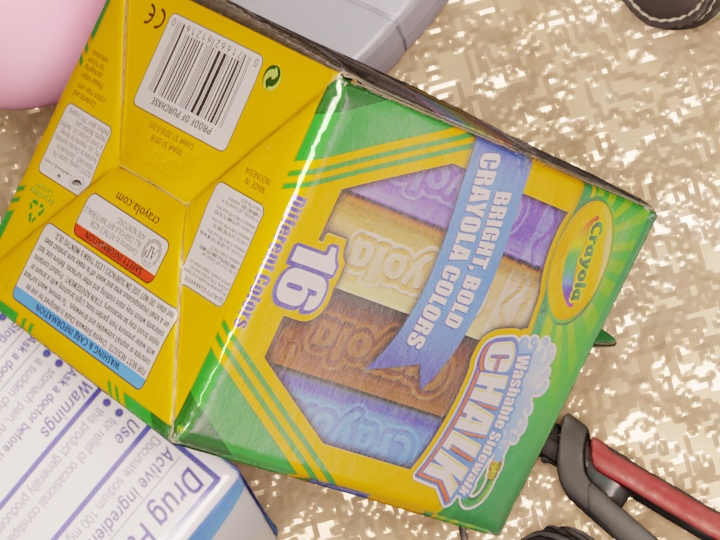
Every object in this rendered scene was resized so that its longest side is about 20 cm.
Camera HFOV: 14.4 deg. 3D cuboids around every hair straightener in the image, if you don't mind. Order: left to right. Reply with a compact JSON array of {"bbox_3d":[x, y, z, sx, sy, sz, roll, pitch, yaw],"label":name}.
[{"bbox_3d":[0.103,0.111,0.961,0.200,0.041,0.077,33,80,17],"label":"hair straightener"}]

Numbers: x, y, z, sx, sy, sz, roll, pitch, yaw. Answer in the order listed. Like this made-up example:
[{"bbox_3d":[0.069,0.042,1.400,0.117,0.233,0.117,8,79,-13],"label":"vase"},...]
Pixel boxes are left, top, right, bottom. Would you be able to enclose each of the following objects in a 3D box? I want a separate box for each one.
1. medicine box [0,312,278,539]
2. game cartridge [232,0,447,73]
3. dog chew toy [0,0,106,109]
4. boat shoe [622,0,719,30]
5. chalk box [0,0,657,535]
[{"bbox_3d":[-0.163,0.090,0.971,0.200,0.103,0.182,38,81,15],"label":"medicine box"},{"bbox_3d":[-0.008,-0.160,1.060,0.133,0.042,0.200,25,78,17],"label":"game cartridge"},{"bbox_3d":[-0.094,-0.153,0.993,0.124,0.125,0.200,33,73,15],"label":"dog chew toy"},{"bbox_3d":[0.078,-0.172,0.994,0.073,0.065,0.200,-12,107,37],"label":"boat shoe"},{"bbox_3d":[0.000,0.000,0.935,0.124,0.200,0.124,31,96,46],"label":"chalk box"}]
